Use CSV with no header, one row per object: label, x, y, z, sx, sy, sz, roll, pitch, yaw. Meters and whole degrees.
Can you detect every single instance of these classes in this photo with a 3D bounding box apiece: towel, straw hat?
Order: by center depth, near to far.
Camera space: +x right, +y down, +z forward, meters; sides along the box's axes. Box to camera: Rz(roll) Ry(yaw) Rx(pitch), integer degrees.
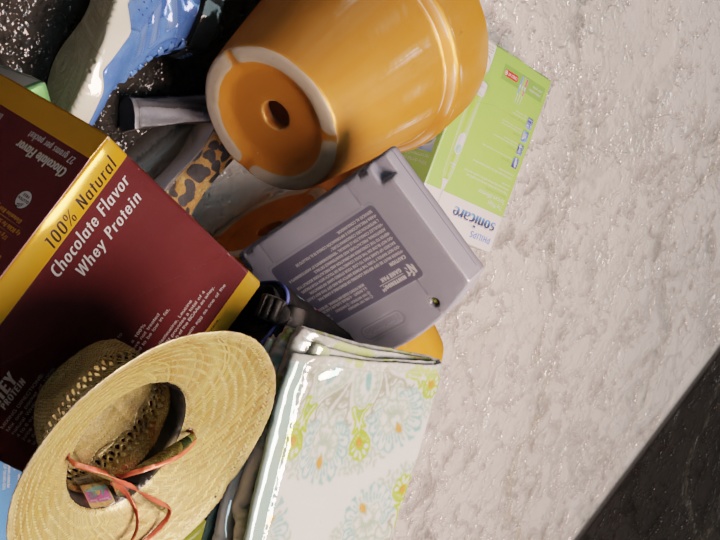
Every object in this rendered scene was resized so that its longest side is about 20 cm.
straw hat,-0.153,0.095,0.721,0.201,0.085,0.202,-32,144,-26
towel,-0.024,0.144,0.843,0.171,0.048,0.201,14,95,-49

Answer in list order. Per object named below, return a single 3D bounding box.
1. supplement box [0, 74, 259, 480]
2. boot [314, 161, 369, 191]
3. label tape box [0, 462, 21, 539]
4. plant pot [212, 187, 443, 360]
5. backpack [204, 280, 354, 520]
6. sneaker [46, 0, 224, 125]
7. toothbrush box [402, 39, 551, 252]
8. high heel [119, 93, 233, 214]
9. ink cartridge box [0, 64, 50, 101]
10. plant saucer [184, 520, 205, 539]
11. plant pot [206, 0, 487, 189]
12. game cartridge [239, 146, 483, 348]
supplement box,-0.210,0.016,0.785,0.198,0.133,0.200,-55,146,-9
boot,0.019,-0.068,1.086,0.200,0.155,0.074,40,88,-8
label tape box,-0.246,0.131,0.995,0.200,0.066,0.144,-12,115,-50
plant pot,-0.048,0.032,1.089,0.200,0.200,0.184,-39,116,-30
backpack,-0.102,0.108,0.931,0.147,0.200,0.183,42,72,-27
sneaker,-0.168,-0.179,0.940,0.111,0.077,0.201,26,80,-40
toothbrush box,0.101,-0.137,1.246,0.145,0.086,0.201,17,92,-49
high heel,-0.136,-0.055,1.028,0.142,0.071,0.201,-8,103,-39
ink cartridge box,-0.284,-0.030,0.869,0.146,0.084,0.201,-33,128,-34
plant saucer,-0.167,0.227,1.078,0.200,0.031,0.200,-31,152,-18
plant pot,-0.024,-0.164,0.974,0.183,0.200,0.201,-47,136,-42
game cartridge,0.000,0.000,0.929,0.041,0.200,0.133,-37,95,-45
